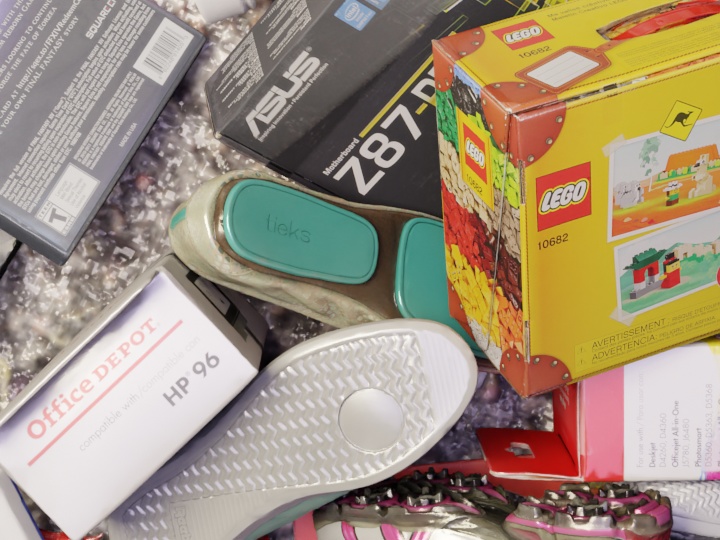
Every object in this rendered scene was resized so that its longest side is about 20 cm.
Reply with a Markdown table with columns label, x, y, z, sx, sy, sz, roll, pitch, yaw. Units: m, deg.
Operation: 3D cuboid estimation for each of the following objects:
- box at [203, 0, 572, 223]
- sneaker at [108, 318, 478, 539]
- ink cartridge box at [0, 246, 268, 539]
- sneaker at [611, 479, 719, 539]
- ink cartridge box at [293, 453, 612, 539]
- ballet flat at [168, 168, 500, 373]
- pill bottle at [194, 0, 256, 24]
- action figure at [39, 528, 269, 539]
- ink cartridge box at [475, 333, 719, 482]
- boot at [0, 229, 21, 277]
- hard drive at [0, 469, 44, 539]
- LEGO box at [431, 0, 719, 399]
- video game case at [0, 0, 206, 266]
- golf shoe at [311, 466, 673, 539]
| label | x | y | z | sx | sy | sz | roll | pitch | yaw |
| --- | --- | --- | --- | --- | --- | --- | --- | --- | --- |
| box | 0.049 | -0.109 | 0.986 | 0.161 | 0.049 | 0.200 | 28 | 119 | -31 |
| sneaker | -0.023 | 0.070 | 1.025 | 0.200 | 0.118 | 0.074 | -31 | 93 | 21 |
| ink cartridge box | -0.107 | 0.054 | 0.987 | 0.116 | 0.200 | 0.068 | -44 | 94 | 4 |
| sneaker | 0.209 | 0.155 | 1.045 | 0.199 | 0.075 | 0.116 | 2 | 94 | -24 |
| ink cartridge box | 0.067 | 0.185 | 1.081 | 0.198 | 0.044 | 0.175 | -6 | 97 | 0 |
| ballet flat | 0.000 | 0.000 | 1.009 | 0.199 | 0.062 | 0.068 | 23 | 68 | -28 |
| pill bottle | 0.006 | -0.190 | 1.010 | 0.199 | 0.113 | 0.114 | -20 | 95 | 2 |
| action figure | -0.146 | 0.160 | 1.076 | 0.198 | 0.052 | 0.066 | 0 | 100 | 1 |
| ink cartridge box | 0.158 | 0.058 | 1.032 | 0.198 | 0.116 | 0.068 | 0 | 96 | -1 |
| boot | -0.256 | -0.019 | 1.043 | 0.162 | 0.073 | 0.199 | 31 | 87 | -6 |
| hard drive | -0.189 | 0.206 | 1.058 | 0.131 | 0.025 | 0.201 | -20 | 106 | 15 |
| LEGO box | 0.140 | -0.049 | 0.956 | 0.199 | 0.077 | 0.150 | -17 | 125 | -18 |
| video game case | -0.191 | -0.112 | 1.023 | 0.199 | 0.019 | 0.143 | 32 | 62 | -5 |
| golf shoe | 0.057 | 0.144 | 1.009 | 0.199 | 0.072 | 0.093 | 3 | 101 | 40 |
